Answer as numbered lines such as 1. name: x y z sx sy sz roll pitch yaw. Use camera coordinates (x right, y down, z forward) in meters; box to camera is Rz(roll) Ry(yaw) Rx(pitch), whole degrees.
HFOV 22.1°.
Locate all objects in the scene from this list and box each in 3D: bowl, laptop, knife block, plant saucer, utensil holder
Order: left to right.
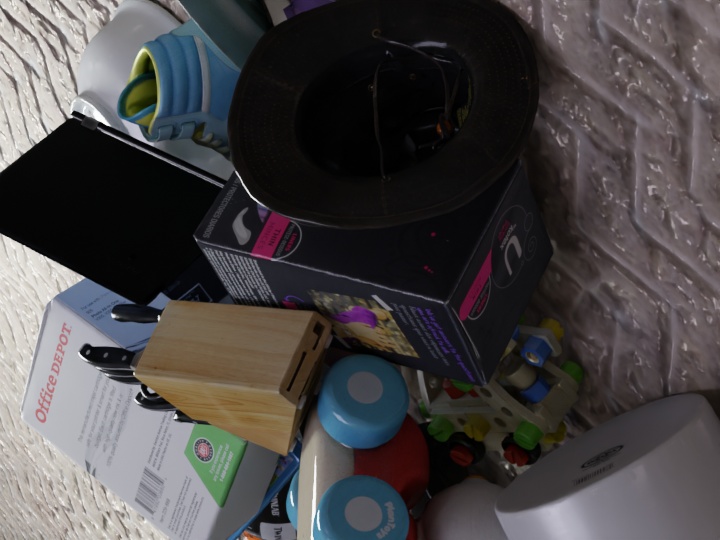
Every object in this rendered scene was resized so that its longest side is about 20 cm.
1. bowl: -0.190 -0.129 1.611 0.201 0.090 0.201 41 151 29
2. laptop: -0.166 -0.034 1.424 0.187 0.116 0.200 26 175 26
3. knife block: -0.115 0.059 1.294 0.175 0.064 0.200 22 160 3
4. plant saucer: -0.087 -0.197 1.299 0.200 0.027 0.200 46 -164 -17
5. utensil holder: 0.201 0.204 1.198 0.200 0.170 0.170 61 155 -3

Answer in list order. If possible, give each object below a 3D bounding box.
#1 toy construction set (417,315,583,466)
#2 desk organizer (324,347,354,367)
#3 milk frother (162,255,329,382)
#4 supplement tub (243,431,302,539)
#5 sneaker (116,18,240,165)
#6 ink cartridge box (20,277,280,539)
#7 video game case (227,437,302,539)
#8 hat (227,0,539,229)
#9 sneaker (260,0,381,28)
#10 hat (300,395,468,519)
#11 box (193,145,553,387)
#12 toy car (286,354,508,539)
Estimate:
1. toy construction set: 0.084 0.078 1.347 0.131 0.092 0.200 50 164 -23
2. desk organizer: 0.000 0.000 1.438 0.077 0.072 0.200 34 147 36
3. milk frother: -0.113 0.042 1.608 0.180 0.200 0.188 -37 90 38
4. supplement tub: -0.076 0.168 1.714 0.122 0.122 0.200 40 150 32
5. sneaker: -0.121 -0.112 1.445 0.080 0.130 0.200 42 152 51
6. ink cartridge box: -0.162 0.109 1.465 0.200 0.084 0.146 36 130 16
7. video game case: -0.145 0.120 1.529 0.200 0.018 0.143 46 132 8
8. hat: 0.019 -0.089 1.173 0.201 0.201 0.081 42 168 29
9. sneaker: -0.035 -0.224 1.264 0.088 0.076 0.200 -48 61 31
10. hat: 0.036 0.164 1.463 0.201 0.081 0.201 42 148 34
11. box: 0.010 -0.018 1.245 0.199 0.122 0.106 13 150 28
12. toy car: 0.056 0.175 1.280 0.185 0.199 0.177 108 166 -55
